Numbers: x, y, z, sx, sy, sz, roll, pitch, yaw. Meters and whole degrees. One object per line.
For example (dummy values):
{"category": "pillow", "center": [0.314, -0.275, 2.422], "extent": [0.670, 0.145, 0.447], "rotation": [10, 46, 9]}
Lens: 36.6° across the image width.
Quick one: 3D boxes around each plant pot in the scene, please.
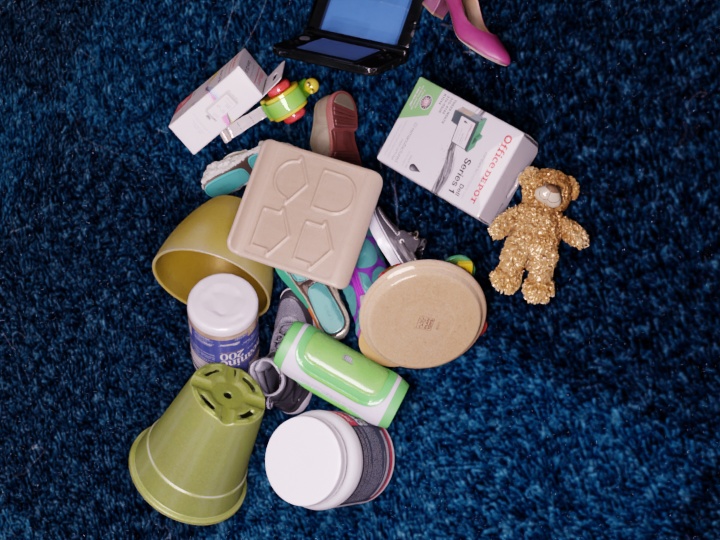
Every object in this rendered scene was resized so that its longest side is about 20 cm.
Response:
{"category": "plant pot", "center": [-0.233, 0.250, 1.675], "extent": [0.200, 0.199, 0.191], "rotation": [45, 125, 22]}
{"category": "plant pot", "center": [-0.221, -0.034, 1.763], "extent": [0.196, 0.201, 0.144], "rotation": [1, 56, 24]}

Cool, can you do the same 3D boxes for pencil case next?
{"category": "pencil case", "center": [0.000, 0.000, 1.695], "extent": [0.084, 0.092, 0.203], "rotation": [-28, 72, 18]}

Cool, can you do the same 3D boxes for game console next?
{"category": "game console", "center": [-0.019, -0.401, 1.749], "extent": [0.197, 0.175, 0.118], "rotation": [17, 118, 25]}

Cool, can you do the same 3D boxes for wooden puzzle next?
{"category": "wooden puzzle", "center": [-0.083, -0.085, 1.661], "extent": [0.197, 0.046, 0.188], "rotation": [18, 81, 8]}

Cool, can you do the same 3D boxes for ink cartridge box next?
{"category": "ink cartridge box", "center": [-0.221, -0.296, 1.815], "extent": [0.199, 0.117, 0.068], "rotation": [-36, 112, 15]}
{"category": "ink cartridge box", "center": [0.149, -0.180, 1.656], "extent": [0.198, 0.084, 0.148], "rotation": [32, 97, 25]}

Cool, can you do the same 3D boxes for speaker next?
{"category": "speaker", "center": [-0.029, 0.156, 1.631], "extent": [0.198, 0.088, 0.090], "rotation": [29, 95, 4]}

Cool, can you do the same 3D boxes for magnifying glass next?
{"category": "magnifying glass", "center": [-0.083, 0.038, 1.744], "extent": [0.022, 0.079, 0.203], "rotation": [-29, 83, 34]}

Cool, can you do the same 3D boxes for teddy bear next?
{"category": "teddy bear", "center": [0.258, -0.052, 1.599], "extent": [0.144, 0.067, 0.202], "rotation": [36, 98, 22]}

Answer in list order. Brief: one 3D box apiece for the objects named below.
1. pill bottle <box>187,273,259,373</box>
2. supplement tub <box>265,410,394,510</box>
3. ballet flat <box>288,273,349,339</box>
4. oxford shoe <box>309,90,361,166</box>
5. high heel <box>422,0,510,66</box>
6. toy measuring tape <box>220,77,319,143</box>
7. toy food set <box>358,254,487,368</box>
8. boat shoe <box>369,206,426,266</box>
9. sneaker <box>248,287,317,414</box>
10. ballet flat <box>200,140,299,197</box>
{"category": "pill bottle", "center": [-0.214, 0.107, 1.714], "extent": [0.109, 0.202, 0.113], "rotation": [2, 52, -3]}
{"category": "supplement tub", "center": [-0.043, 0.280, 1.616], "extent": [0.138, 0.199, 0.143], "rotation": [-3, 81, 23]}
{"category": "ballet flat", "center": [-0.071, 0.018, 1.721], "extent": [0.066, 0.062, 0.203], "rotation": [-22, 80, 6]}
{"category": "oxford shoe", "center": [-0.045, -0.185, 1.766], "extent": [0.074, 0.070, 0.204], "rotation": [-3, 82, 50]}
{"category": "high heel", "center": [0.180, -0.402, 1.679], "extent": [0.200, 0.067, 0.097], "rotation": [46, 112, 26]}
{"category": "toy measuring tape", "center": [-0.155, -0.262, 1.807], "extent": [0.198, 0.073, 0.075], "rotation": [-28, 73, 15]}
{"category": "toy food set", "center": [0.094, 0.065, 1.606], "extent": [0.194, 0.049, 0.203], "rotation": [-2, 123, -3]}
{"category": "boat shoe", "center": [0.077, -0.025, 1.679], "extent": [0.066, 0.070, 0.202], "rotation": [-33, 71, 8]}
{"category": "sneaker", "center": [-0.121, 0.124, 1.720], "extent": [0.074, 0.113, 0.204], "rotation": [-2, 82, 23]}
{"category": "ballet flat", "center": [-0.182, -0.183, 1.820], "extent": [0.197, 0.072, 0.073], "rotation": [-16, 76, 20]}
